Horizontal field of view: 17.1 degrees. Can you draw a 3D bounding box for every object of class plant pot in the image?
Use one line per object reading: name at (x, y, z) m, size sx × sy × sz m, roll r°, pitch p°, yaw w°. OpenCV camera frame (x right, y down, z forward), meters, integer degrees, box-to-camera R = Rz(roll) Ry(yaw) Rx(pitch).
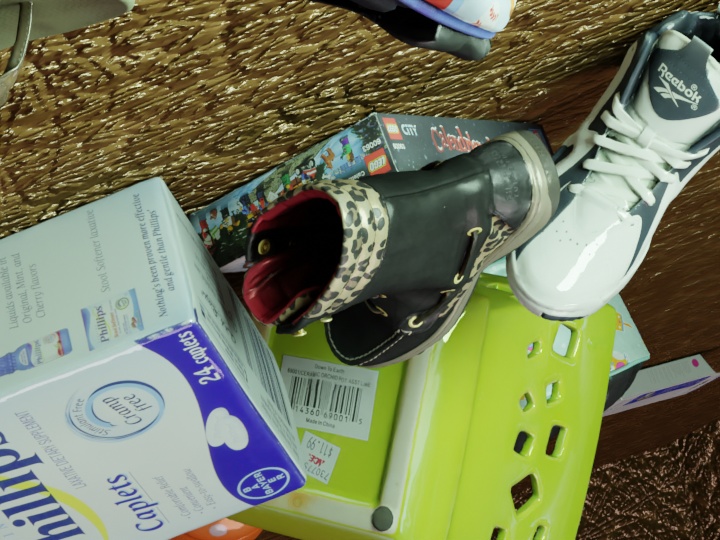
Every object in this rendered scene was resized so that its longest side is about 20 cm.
plant pot at (0.024, 0.091, 1.527) m, size 0.200 × 0.199 × 0.181 m, roll 11°, pitch 179°, yaw 33°

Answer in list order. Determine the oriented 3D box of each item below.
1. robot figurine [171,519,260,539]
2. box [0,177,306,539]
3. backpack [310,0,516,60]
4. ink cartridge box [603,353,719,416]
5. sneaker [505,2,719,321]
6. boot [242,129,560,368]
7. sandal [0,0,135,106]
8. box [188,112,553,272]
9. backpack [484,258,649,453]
robot figurine at (-0.126, 0.181, 2.024) m, size 0.144 × 0.117 × 0.200 m, roll 19°, pitch 163°, yaw -4°
box at (-0.156, 0.071, 1.288) m, size 0.200 × 0.105 × 0.184 m, roll -22°, pitch 142°, yaw 6°
backpack at (-0.017, -0.139, 0.468) m, size 0.154 × 0.191 × 0.200 m, roll -43°, pitch 162°, yaw 21°
ink cartridge box at (0.357, 0.142, 2.937) m, size 0.200 × 0.037 × 0.095 m, roll -9°, pitch 163°, yaw -38°
sneaker at (0.152, -0.070, 1.295) m, size 0.199 × 0.079 × 0.130 m, roll -44°, pitch 167°, yaw -25°
boot at (0.000, 0.000, 1.276) m, size 0.150 × 0.073 × 0.200 m, roll -13°, pitch 161°, yaw -41°
sandal at (-0.172, -0.066, 0.886) m, size 0.201 × 0.057 × 0.080 m, roll -22°, pitch 169°, yaw 9°
box at (0.013, -0.043, 1.388) m, size 0.136 × 0.038 × 0.200 m, roll -27°, pitch 168°, yaw 29°
backpack at (0.114, 0.060, 1.771) m, size 0.176 × 0.154 × 0.200 m, roll -20°, pitch 179°, yaw -15°
